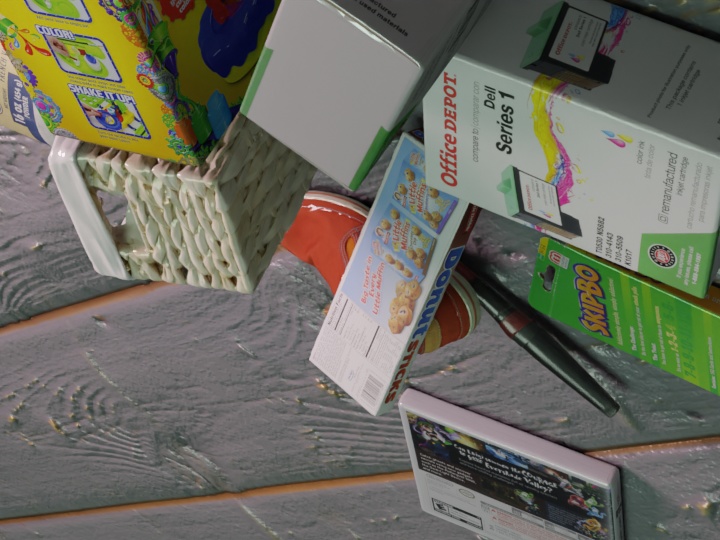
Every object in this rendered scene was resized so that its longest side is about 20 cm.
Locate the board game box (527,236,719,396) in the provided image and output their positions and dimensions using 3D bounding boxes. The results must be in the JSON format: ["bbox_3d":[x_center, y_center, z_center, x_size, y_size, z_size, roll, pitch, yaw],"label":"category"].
[{"bbox_3d":[0.214,0.034,1.383,0.199,0.030,0.096,23,149,11],"label":"board game box"}]

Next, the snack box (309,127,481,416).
[{"bbox_3d":[0.026,0.003,1.395,0.072,0.024,0.201,39,123,27],"label":"snack box"}]

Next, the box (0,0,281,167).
[{"bbox_3d":[-0.122,-0.205,1.161,0.121,0.201,0.193,14,147,30],"label":"box"}]

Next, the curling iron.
[{"bbox_3d":[0.116,0.045,1.494,0.199,0.026,0.050,35,148,-3],"label":"curling iron"}]

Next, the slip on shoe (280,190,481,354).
[{"bbox_3d":[0.000,0.000,1.474,0.199,0.061,0.074,33,142,33],"label":"slip on shoe"}]

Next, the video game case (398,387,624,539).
[{"bbox_3d":[0.133,0.189,1.706,0.199,0.023,0.182,20,149,23],"label":"video game case"}]

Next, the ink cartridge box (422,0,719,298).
[{"bbox_3d":[0.140,-0.087,1.207,0.199,0.084,0.145,23,150,18],"label":"ink cartridge box"}]

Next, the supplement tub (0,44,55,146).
[{"bbox_3d":[-0.255,-0.180,1.388,0.199,0.145,0.145,22,150,17],"label":"supplement tub"}]

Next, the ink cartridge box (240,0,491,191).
[{"bbox_3d":[0.031,-0.164,1.077,0.084,0.200,0.146,34,151,2],"label":"ink cartridge box"}]

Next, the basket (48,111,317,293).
[{"bbox_3d":[-0.098,-0.097,1.313,0.123,0.201,0.136,14,147,21],"label":"basket"}]
